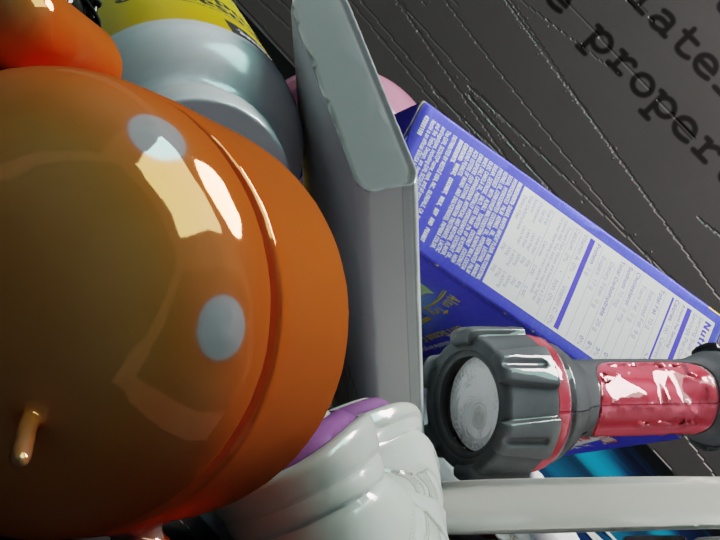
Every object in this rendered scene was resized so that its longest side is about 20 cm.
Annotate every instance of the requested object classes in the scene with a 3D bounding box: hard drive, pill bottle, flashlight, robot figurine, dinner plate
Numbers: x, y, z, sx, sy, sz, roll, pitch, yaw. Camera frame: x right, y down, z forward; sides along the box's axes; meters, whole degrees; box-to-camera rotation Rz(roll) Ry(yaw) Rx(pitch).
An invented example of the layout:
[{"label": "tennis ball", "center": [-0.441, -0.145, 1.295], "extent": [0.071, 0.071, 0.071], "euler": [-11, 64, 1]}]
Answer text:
[{"label": "hard drive", "center": [0.000, 0.000, 0.948], "extent": [0.132, 0.027, 0.201], "euler": [-110, -168, -46]}, {"label": "pill bottle", "center": [-0.086, -0.064, 0.970], "extent": [0.112, 0.112, 0.200], "euler": [44, 6, -23]}, {"label": "flashlight", "center": [0.122, 0.059, 0.993], "extent": [0.199, 0.068, 0.068], "euler": [2, 51, -35]}, {"label": "robot figurine", "center": [-0.067, 0.012, 0.568], "extent": [0.116, 0.145, 0.200], "euler": [24, 1, 11]}, {"label": "dinner plate", "center": [0.095, 0.096, 0.892], "extent": [0.200, 0.199, 0.024], "euler": [24, 65, -75]}]

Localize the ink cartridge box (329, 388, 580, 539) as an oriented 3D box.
[{"label": "ink cartridge box", "center": [0.070, 0.139, 1.080], "extent": [0.162, 0.057, 0.200], "euler": [42, 16, -40]}]

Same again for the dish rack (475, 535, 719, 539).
[{"label": "dish rack", "center": [0.132, 0.126, 0.878], "extent": [0.200, 0.171, 0.044], "euler": [8, 80, -54]}]

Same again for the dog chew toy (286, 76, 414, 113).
[{"label": "dog chew toy", "center": [0.005, -0.035, 1.361], "extent": [0.125, 0.124, 0.200], "euler": [51, 0, 41]}]

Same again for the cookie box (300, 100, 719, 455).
[{"label": "cookie box", "center": [0.055, 0.014, 1.122], "extent": [0.200, 0.075, 0.171], "euler": [34, -23, -19]}]

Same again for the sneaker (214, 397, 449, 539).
[{"label": "sneaker", "center": [-0.004, 0.098, 0.757], "extent": [0.100, 0.075, 0.200], "euler": [65, 7, 3]}]

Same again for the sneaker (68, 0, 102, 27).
[{"label": "sneaker", "center": [-0.131, -0.075, 0.831], "extent": [0.200, 0.091, 0.076], "euler": [51, 6, 33]}]
